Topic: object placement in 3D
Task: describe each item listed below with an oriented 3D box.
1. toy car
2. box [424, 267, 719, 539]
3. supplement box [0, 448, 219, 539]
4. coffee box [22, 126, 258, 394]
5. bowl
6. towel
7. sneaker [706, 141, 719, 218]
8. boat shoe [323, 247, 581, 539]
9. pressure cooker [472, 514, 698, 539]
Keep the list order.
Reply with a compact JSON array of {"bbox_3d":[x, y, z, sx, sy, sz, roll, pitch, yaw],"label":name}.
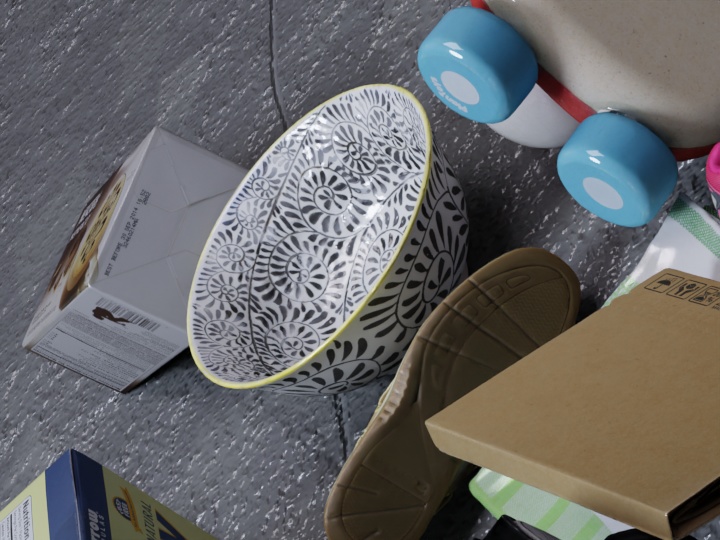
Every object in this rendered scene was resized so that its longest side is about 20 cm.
[{"bbox_3d":[0.125,-0.113,1.632,0.184,0.177,0.200,-53,-1,-22],"label":"toy car"},{"bbox_3d":[0.147,0.059,1.393,0.163,0.021,0.200,-31,24,-23],"label":"box"},{"bbox_3d":[-0.143,0.241,1.572,0.200,0.200,0.134,-43,32,20],"label":"supplement box"},{"bbox_3d":[-0.139,-0.002,1.857,0.113,0.080,0.200,-68,11,-18],"label":"coffee box"},{"bbox_3d":[0.000,0.000,1.711,0.201,0.094,0.201,-34,37,31],"label":"bowl"},{"bbox_3d":[0.144,0.065,1.512,0.200,0.031,0.149,-53,30,5],"label":"towel"},{"bbox_3d":[0.262,-0.069,1.421,0.200,0.075,0.081,-34,34,13],"label":"sneaker"},{"bbox_3d":[0.044,0.073,1.602,0.200,0.074,0.066,-51,1,-9],"label":"boat shoe"},{"bbox_3d":[0.095,0.203,1.313,0.176,0.179,0.200,36,91,37],"label":"pressure cooker"}]
